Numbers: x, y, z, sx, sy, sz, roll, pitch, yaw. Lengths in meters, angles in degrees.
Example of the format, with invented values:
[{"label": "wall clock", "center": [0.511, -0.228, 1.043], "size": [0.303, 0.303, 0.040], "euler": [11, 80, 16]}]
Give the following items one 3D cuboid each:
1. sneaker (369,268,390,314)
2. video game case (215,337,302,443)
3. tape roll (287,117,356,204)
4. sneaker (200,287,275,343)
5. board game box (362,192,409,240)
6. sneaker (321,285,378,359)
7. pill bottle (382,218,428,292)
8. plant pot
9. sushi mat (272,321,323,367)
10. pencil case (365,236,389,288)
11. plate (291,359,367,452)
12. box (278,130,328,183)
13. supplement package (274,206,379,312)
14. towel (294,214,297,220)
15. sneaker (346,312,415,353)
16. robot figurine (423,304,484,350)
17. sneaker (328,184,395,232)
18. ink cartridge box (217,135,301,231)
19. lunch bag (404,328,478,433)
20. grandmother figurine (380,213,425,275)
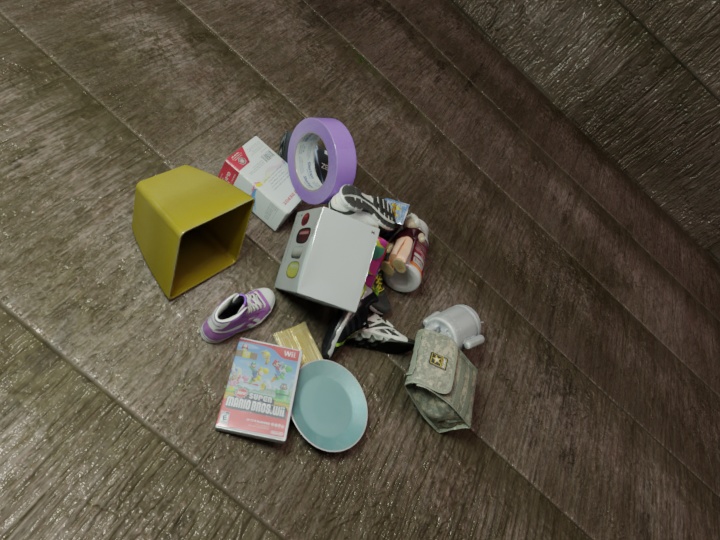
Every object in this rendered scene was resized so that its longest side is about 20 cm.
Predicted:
[{"label": "sneaker", "center": [0.024, 0.019, 1.413], "size": [0.202, 0.084, 0.074], "euler": [56, 31, -2]}, {"label": "video game case", "center": [-0.203, 0.241, 1.128], "size": [0.139, 0.018, 0.204], "euler": [13, 51, -6]}, {"label": "tape roll", "center": [-0.097, -0.265, 1.341], "size": [0.065, 0.200, 0.203], "euler": [-12, 67, -40]}, {"label": "sneaker", "center": [-0.240, 0.078, 1.176], "size": [0.073, 0.114, 0.200], "euler": [47, 43, 5]}, {"label": "board game box", "center": [0.037, -0.155, 1.480], "size": [0.197, 0.199, 0.063], "euler": [26, 75, -19]}, {"label": "sneaker", "center": [-0.018, 0.125, 1.276], "size": [0.082, 0.072, 0.203], "euler": [30, 85, -14]}, {"label": "pill bottle", "center": [0.132, -0.048, 1.539], "size": [0.108, 0.110, 0.203], "euler": [31, 47, -13]}, {"label": "plant pot", "center": [-0.369, -0.102, 1.162], "size": [0.176, 0.202, 0.199], "euler": [41, 44, 12]}, {"label": "sushi mat", "center": [-0.119, 0.217, 1.237], "size": [0.094, 0.012, 0.203], "euler": [-13, 69, -43]}, {"label": "pencil case", "center": [0.000, 0.000, 1.345], "size": [0.086, 0.205, 0.088], "euler": [19, 7, -2]}, {"label": "plate", "center": [-0.072, 0.292, 1.193], "size": [0.196, 0.026, 0.204], "euler": [19, 51, -25]}, {"label": "box", "center": [-0.138, -0.287, 1.555], "size": [0.196, 0.044, 0.163], "euler": [21, 50, -23]}, {"label": "supplement package", "center": [-0.082, -0.025, 1.252], "size": [0.144, 0.199, 0.196], "euler": [19, 84, -23]}, {"label": "towel", "center": [-0.097, -0.051, 1.431], "size": [0.143, 0.030, 0.204], "euler": [11, 54, -31]}, {"label": "sneaker", "center": [0.056, 0.149, 1.370], "size": [0.196, 0.074, 0.090], "euler": [17, 53, -27]}, {"label": "robot figurine", "center": [0.248, 0.160, 1.475], "size": [0.168, 0.116, 0.198], "euler": [30, 34, 35]}, {"label": "sneaker", "center": [0.006, -0.143, 1.341], "size": [0.197, 0.079, 0.075], "euler": [25, 53, -37]}, {"label": "ink cartridge box", "center": [-0.242, -0.221, 1.404], "size": [0.199, 0.083, 0.146], "euler": [41, 43, -5]}, {"label": "lunch bag", "center": [0.190, 0.259, 1.330], "size": [0.201, 0.116, 0.166], "euler": [48, 40, -25]}, {"label": "grandmother figurine", "center": [0.117, -0.077, 1.442], "size": [0.061, 0.118, 0.202], "euler": [64, 34, -35]}]
